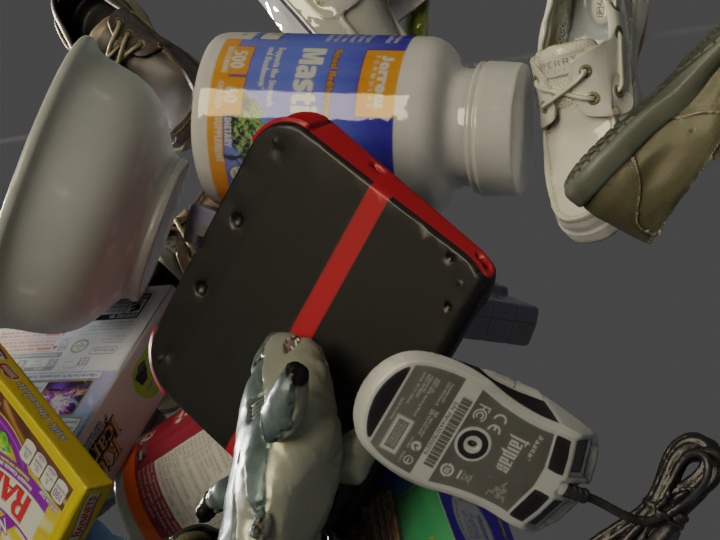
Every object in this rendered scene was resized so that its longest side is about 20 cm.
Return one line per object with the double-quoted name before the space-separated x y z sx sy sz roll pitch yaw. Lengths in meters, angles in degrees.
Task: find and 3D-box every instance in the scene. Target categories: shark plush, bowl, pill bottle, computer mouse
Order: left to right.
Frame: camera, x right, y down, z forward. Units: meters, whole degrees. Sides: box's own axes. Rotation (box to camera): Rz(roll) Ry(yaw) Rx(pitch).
"bowl" -0.166 -0.039 1.387 0.201 0.090 0.202 -159 90 -89
"shark plush" -0.055 0.133 1.206 0.083 0.091 0.201 11 85 43
"pill bottle" -0.049 0.109 1.358 0.200 0.109 0.110 -34 51 26
"pill bottle" 0.004 -0.091 1.368 0.199 0.112 0.113 2 70 16
"computer mouse" 0.089 0.098 1.193 0.110 0.199 0.044 -58 12 15

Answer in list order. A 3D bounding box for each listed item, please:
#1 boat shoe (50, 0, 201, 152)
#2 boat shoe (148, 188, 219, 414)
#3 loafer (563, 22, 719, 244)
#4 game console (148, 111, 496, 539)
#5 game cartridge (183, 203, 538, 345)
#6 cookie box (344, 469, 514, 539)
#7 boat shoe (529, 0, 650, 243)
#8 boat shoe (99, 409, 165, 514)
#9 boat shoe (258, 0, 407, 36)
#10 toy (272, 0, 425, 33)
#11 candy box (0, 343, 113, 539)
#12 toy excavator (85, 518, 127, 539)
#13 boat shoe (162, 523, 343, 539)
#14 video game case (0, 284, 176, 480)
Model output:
"boat shoe" -0.175 -0.152 1.620 0.075 0.073 0.200 -55 45 7
"boat shoe" -0.113 0.000 1.498 0.074 0.066 0.201 23 88 44
"loafer" 0.208 -0.093 1.262 0.200 0.070 0.075 -43 3 9
"game console" -0.028 0.029 1.260 0.177 0.031 0.200 39 115 24
"game cartridge" 0.000 0.000 1.352 0.200 0.129 0.039 22 104 45
"cookie box" 0.004 0.222 1.282 0.200 0.075 0.172 -39 50 23
"boat shoe" 0.131 -0.117 1.330 0.071 0.069 0.201 -12 64 35
"boat shoe" -0.220 0.136 1.501 0.200 0.073 0.075 -29 26 29
"boat shoe" -0.017 -0.188 1.455 0.200 0.071 0.070 48 124 20
"toy" 0.015 -0.228 1.503 0.200 0.047 0.115 -40 51 22
"candy box" -0.228 0.100 1.318 0.200 0.026 0.102 46 124 30
"toy excavator" -0.159 0.224 1.356 0.200 0.100 0.195 -51 52 52
"boat shoe" -0.091 0.176 1.252 0.200 0.066 0.072 -8 39 19
"video game case" -0.220 0.094 1.431 0.199 0.045 0.182 -4 44 41
